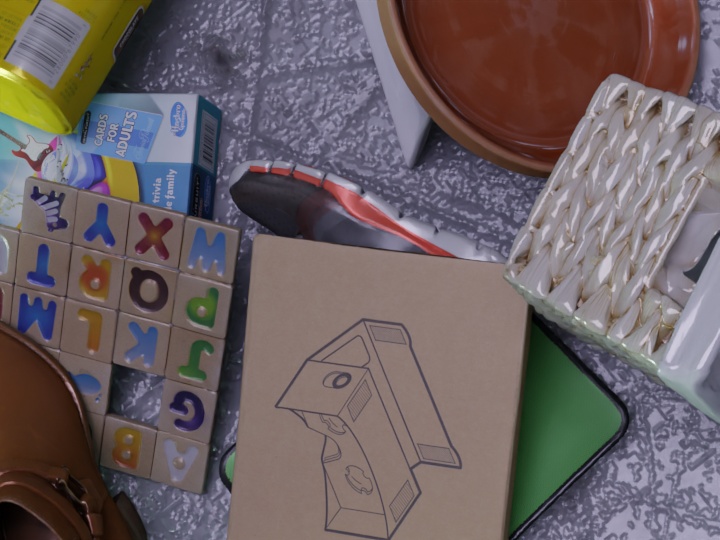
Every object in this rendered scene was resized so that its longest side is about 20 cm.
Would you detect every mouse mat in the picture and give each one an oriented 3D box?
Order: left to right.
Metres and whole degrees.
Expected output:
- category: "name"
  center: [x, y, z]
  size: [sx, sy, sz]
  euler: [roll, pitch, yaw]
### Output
- category: "mouse mat"
  center: [0.034, 0.099, 1.175]
  size: [0.200, 0.008, 0.161]
  euler: [-44, 66, -1]

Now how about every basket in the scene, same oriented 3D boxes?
- category: "basket"
  center: [0.172, -0.007, 1.076]
  size: [0.123, 0.200, 0.136]
  euler: [29, 89, 22]

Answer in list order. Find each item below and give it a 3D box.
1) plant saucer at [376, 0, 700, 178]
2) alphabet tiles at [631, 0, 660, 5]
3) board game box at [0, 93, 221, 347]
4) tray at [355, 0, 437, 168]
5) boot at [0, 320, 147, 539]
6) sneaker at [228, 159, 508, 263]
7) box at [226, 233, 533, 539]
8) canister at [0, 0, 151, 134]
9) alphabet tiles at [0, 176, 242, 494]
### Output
- category: "plant saucer"
  center: [0.098, -0.148, 1.149]
  size: [0.199, 0.032, 0.202]
  euler: [6, 76, -23]
- category: "alphabet tiles"
  center: [0.134, -0.233, 1.222]
  size: [0.198, 0.006, 0.168]
  euler: [-11, 78, 14]
- category: "board game box"
  center: [-0.191, -0.030, 1.256]
  size: [0.198, 0.047, 0.152]
  euler: [2, 81, 15]
- category: "tray"
  center: [0.014, -0.169, 1.198]
  size: [0.022, 0.107, 0.201]
  euler: [-15, 77, -8]
- category: "boot"
  center: [-0.190, 0.112, 1.147]
  size: [0.074, 0.155, 0.200]
  euler: [-40, 93, 8]
- category: "sneaker"
  center: [0.000, 0.000, 1.178]
  size: [0.199, 0.077, 0.082]
  euler: [24, 86, 22]
- category: "box"
  center: [0.008, 0.088, 1.136]
  size: [0.162, 0.021, 0.202]
  euler: [7, 94, 18]
- category: "canister"
  center: [-0.185, -0.197, 1.239]
  size: [0.148, 0.087, 0.201]
  euler: [24, 74, 20]
- category: "alphabet tiles"
  center: [-0.174, 0.031, 1.210]
  size: [0.198, 0.008, 0.168]
  euler: [14, 111, 11]
